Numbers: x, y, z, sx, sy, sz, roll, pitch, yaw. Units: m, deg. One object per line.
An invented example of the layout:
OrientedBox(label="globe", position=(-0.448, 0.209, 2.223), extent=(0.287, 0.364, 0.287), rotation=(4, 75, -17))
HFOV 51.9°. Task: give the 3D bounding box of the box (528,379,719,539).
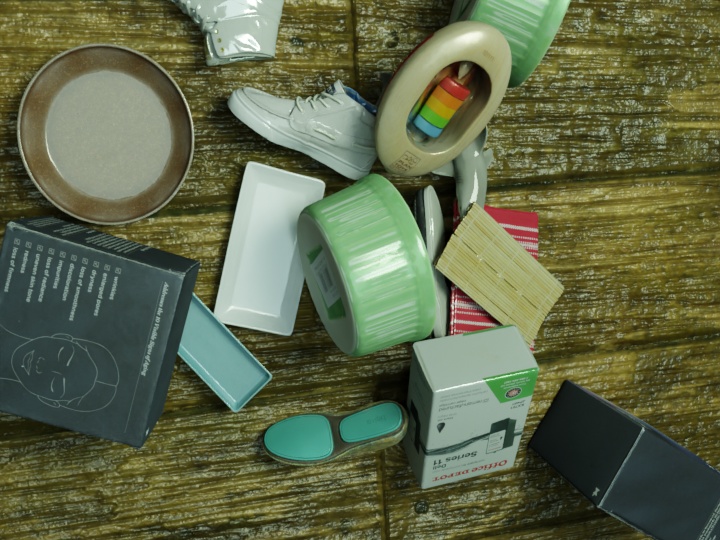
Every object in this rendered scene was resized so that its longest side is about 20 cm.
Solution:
OrientedBox(label="box", position=(0.374, 0.271, 1.023), extent=(0.195, 0.200, 0.125), rotation=(30, 92, -17))

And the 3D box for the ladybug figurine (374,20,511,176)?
OrientedBox(label="ladybug figurine", position=(0.085, -0.197, 0.843), extent=(0.134, 0.073, 0.201), rotation=(24, 119, -36))

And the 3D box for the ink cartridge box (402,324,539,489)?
OrientedBox(label="ink cartridge box", position=(0.137, 0.180, 0.962), extent=(0.142, 0.084, 0.204), rotation=(-10, 132, -12))

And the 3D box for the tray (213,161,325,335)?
OrientedBox(label="tray", position=(-0.117, -0.026, 0.942), extent=(0.104, 0.022, 0.206), rotation=(12, 96, -15))

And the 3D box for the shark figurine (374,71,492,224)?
OrientedBox(label="shark figurine", position=(0.116, -0.179, 0.938), extent=(0.128, 0.089, 0.216), rotation=(-41, 94, -28))

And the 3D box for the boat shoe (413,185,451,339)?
OrientedBox(label="boat shoe", position=(0.081, -0.007, 0.973), extent=(0.059, 0.074, 0.206), rotation=(-1, 106, 23))

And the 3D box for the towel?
OrientedBox(label="towel", position=(0.179, 0.013, 0.995), extent=(0.141, 0.022, 0.207), rotation=(5, 86, -26))

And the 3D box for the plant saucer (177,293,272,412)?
OrientedBox(label="plant saucer", position=(-0.199, 0.082, 0.922), extent=(0.070, 0.019, 0.201), rotation=(-41, 98, 7))

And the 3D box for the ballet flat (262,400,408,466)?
OrientedBox(label="ballet flat", position=(-0.030, 0.220, 0.978), extent=(0.194, 0.071, 0.073), rotation=(-13, 102, 4))

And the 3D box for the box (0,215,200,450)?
OrientedBox(label="box", position=(-0.305, 0.065, 0.839), extent=(0.191, 0.124, 0.205), rotation=(16, 96, -5))

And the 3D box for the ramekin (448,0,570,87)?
OrientedBox(label="ramekin", position=(0.178, -0.334, 0.884), extent=(0.095, 0.200, 0.205), rotation=(18, 94, -8))

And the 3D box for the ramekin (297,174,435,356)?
OrientedBox(label="ramekin", position=(0.000, 0.000, 0.870), extent=(0.095, 0.199, 0.205), rotation=(-19, 103, -17))

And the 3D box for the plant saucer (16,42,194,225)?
OrientedBox(label="plant saucer", position=(-0.294, -0.158, 0.867), extent=(0.194, 0.037, 0.207), rotation=(-2, 99, -13))

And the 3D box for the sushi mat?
OrientedBox(label="sushi mat", position=(0.182, 0.008, 0.957), extent=(0.199, 0.012, 0.097), rotation=(38, 86, -27))

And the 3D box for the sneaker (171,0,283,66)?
OrientedBox(label="sneaker", position=(-0.185, -0.300, 0.854), extent=(0.194, 0.074, 0.119), rotation=(6, 94, -17))

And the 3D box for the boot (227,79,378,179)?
OrientedBox(label="boot", position=(-0.054, -0.193, 0.891), extent=(0.196, 0.074, 0.096), rotation=(22, 122, -24))
